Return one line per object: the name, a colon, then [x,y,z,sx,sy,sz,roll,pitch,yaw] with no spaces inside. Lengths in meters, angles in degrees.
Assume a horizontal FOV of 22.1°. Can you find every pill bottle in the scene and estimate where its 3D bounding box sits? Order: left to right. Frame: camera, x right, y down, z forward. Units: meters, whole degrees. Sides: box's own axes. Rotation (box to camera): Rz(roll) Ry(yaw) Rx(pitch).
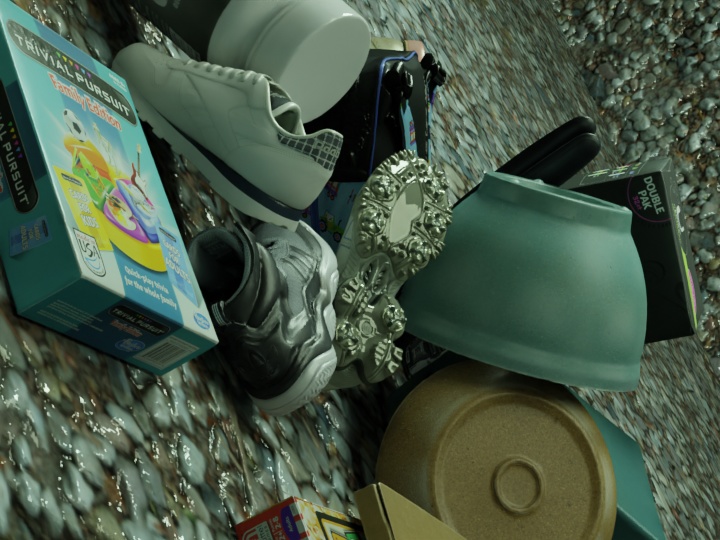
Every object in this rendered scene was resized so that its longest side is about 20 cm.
pill bottle: [-0.093,-0.203,1.352,0.200,0.114,0.114,42,7,24]

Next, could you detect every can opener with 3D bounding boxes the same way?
can opener: [0.118,-0.059,1.528,0.079,0.200,0.063,33,22,-34]

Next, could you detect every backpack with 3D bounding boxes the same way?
backpack: [-0.012,-0.076,1.471,0.183,0.134,0.200,-38,131,-74]

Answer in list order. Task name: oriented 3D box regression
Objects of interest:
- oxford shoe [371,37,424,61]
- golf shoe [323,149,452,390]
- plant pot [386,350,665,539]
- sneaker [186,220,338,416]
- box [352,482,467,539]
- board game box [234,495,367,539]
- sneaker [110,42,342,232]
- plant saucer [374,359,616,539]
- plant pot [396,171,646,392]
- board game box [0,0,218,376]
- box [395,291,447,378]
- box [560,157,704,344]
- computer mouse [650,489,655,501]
oxford shoe: [0.015,-0.132,1.630,0.200,0.074,0.071,-87,-169,-47]
golf shoe: [0.000,0.000,1.351,0.078,0.097,0.200,36,56,-18]
plant pot: [0.119,0.161,1.480,0.200,0.141,0.141,42,21,-24]
sneaker: [-0.072,0.000,1.247,0.114,0.075,0.200,51,18,-32]
box: [0.064,0.246,1.166,0.163,0.021,0.200,41,26,-54]
board game box: [0.009,0.230,1.147,0.200,0.046,0.152,33,31,-60]
sneaker: [-0.093,-0.110,1.279,0.200,0.081,0.076,40,15,27]
plant saucer: [0.109,0.161,1.357,0.200,0.200,0.035,61,-25,0]
plant pot: [0.137,0.000,1.433,0.200,0.134,0.200,15,6,-2]
board game box: [-0.167,-0.050,1.082,0.151,0.047,0.200,33,31,-61]
box: [0.076,0.043,1.705,0.158,0.050,0.200,44,23,-49]
box: [0.186,-0.005,1.613,0.124,0.200,0.149,-33,112,-74]
computer mouse: [0.150,0.177,1.608,0.200,0.138,0.053,48,35,-14]
